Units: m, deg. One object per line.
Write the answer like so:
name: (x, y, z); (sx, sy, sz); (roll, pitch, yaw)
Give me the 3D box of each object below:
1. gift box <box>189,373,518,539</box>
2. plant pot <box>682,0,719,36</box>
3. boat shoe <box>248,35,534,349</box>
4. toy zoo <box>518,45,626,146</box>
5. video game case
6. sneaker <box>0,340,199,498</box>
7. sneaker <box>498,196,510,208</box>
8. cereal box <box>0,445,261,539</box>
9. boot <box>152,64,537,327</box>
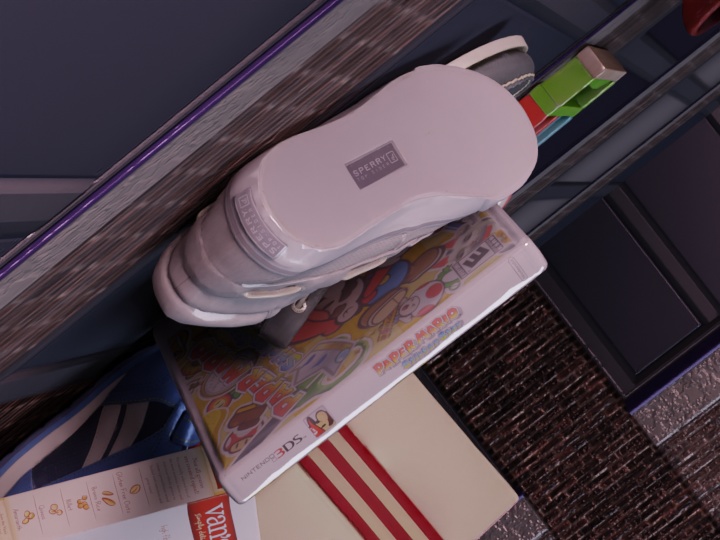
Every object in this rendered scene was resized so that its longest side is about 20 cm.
gift box: (-0.035, 0.128, 1.732); (0.185, 0.187, 0.200); (-43, -165, -11)
plant pot: (0.320, -0.159, 1.608); (0.200, 0.183, 0.200); (-37, 175, -4)
boat shoe: (0.014, -0.038, 1.228); (0.200, 0.062, 0.073); (-37, 172, -16)
toy zoo: (0.082, -0.073, 1.648); (0.200, 0.020, 0.131); (-39, 175, 11)
video game case: (-0.012, 0.015, 1.257); (0.182, 0.023, 0.200); (-38, -156, 1)
sneaker: (-0.117, 0.093, 1.399); (0.200, 0.082, 0.074); (-40, 173, 13)
sneaker: (0.000, 0.000, 1.380); (0.200, 0.074, 0.087); (-47, -177, 20)
cereal box: (-0.150, 0.164, 1.355); (0.200, 0.040, 0.144); (-14, 144, -7)
boot: (-0.010, -0.032, 1.149); (0.200, 0.074, 0.096); (-20, 170, -47)
